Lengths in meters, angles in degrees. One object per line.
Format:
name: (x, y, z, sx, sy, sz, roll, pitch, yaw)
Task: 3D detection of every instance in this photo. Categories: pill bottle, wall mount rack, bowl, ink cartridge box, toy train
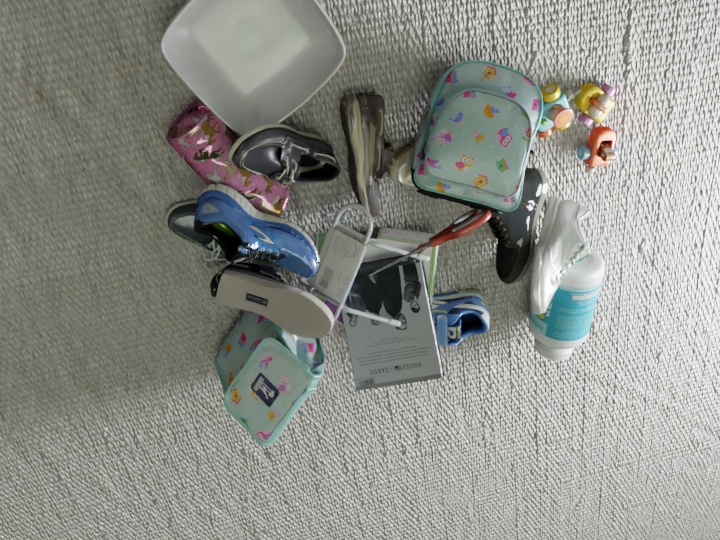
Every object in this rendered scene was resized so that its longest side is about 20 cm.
pill bottle: (0.360, 0.060, 1.416, 0.109, 0.111, 0.203, -5, 124, -12)
wall mount rack: (0.000, 0.000, 1.234, 0.172, 0.074, 0.202, 28, 110, 16)
bowl: (-0.142, -0.304, 1.053, 0.199, 0.075, 0.200, -37, 125, 12)
ink cartridge box: (0.026, -0.001, 1.325, 0.196, 0.048, 0.147, 9, 123, 8)
toy train: (0.339, -0.215, 1.247, 0.197, 0.056, 0.152, -2, 121, -22)

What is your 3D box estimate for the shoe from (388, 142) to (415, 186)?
shoe: (0.140, -0.169, 1.235, 0.197, 0.054, 0.071, -12, 126, -7)

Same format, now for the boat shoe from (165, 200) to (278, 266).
boat shoe: (-0.199, -0.049, 1.218, 0.198, 0.062, 0.075, 19, 121, -25)

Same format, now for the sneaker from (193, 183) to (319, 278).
sneaker: (-0.151, -0.036, 1.133, 0.198, 0.090, 0.079, 28, 142, -15)

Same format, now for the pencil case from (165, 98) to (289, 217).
pencil case: (-0.187, -0.151, 1.141, 0.087, 0.082, 0.200, -53, 125, -14)

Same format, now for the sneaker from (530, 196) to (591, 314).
sneaker: (0.329, -0.022, 1.304, 0.087, 0.203, 0.075, 12, 168, 13)

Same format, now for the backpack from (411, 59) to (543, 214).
backpack: (0.169, -0.198, 1.141, 0.173, 0.153, 0.203, 15, 90, 1)

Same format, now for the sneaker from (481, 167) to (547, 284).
sneaker: (0.230, -0.071, 1.306, 0.105, 0.075, 0.203, -4, 115, -27)

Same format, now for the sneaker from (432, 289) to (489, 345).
sneaker: (0.134, 0.089, 1.392, 0.197, 0.083, 0.075, -12, 127, -4)

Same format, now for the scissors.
scissors: (0.100, -0.038, 1.170, 0.198, 0.073, 0.014, -30, 106, -1)

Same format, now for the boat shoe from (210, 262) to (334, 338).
boat shoe: (-0.125, 0.034, 1.235, 0.197, 0.093, 0.076, 22, 116, 4)

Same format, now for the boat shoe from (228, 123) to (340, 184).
boat shoe: (-0.098, -0.155, 1.113, 0.199, 0.063, 0.073, -8, 141, -55)

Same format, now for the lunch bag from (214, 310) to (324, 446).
lunch bag: (-0.141, 0.157, 1.283, 0.121, 0.201, 0.171, 20, 118, -35)

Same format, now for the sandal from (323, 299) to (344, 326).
sandal: (0.029, 0.096, 1.330, 0.201, 0.050, 0.083, 29, 124, -7)

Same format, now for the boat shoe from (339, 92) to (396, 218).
boat shoe: (0.019, -0.168, 1.190, 0.072, 0.075, 0.202, -14, 128, -7)

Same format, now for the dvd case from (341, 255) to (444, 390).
dvd case: (0.045, 0.083, 1.285, 0.148, 0.025, 0.204, -10, 94, 16)
